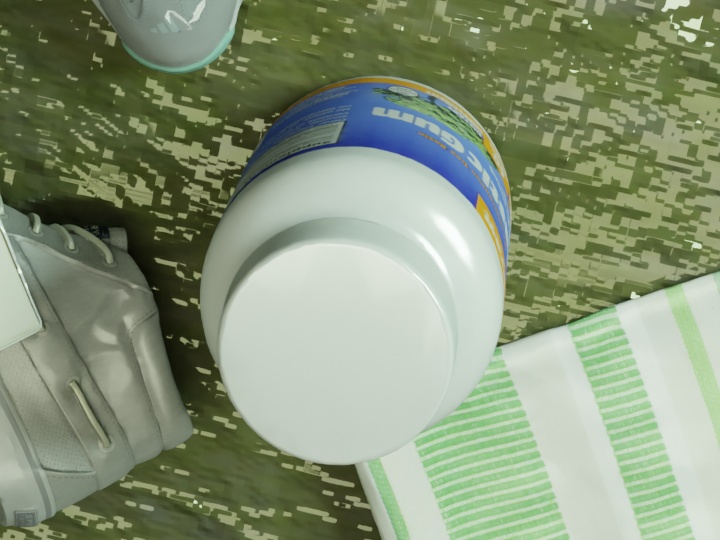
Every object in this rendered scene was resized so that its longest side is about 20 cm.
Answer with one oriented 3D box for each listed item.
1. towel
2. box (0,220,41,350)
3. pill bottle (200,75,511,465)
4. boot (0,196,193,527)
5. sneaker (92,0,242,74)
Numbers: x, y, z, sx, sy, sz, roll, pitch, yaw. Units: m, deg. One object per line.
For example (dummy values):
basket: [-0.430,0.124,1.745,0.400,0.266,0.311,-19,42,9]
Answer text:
towel: [0.106,0.093,1.079,0.199,0.023,0.153,-19,103,10]
box: [-0.209,0.023,0.992,0.200,0.082,0.069,-18,96,55]
pill bottle: [0.000,0.000,0.967,0.112,0.200,0.112,1,107,4]
boot: [-0.143,-0.002,1.055,0.095,0.074,0.200,-25,92,-18]
sneaker: [-0.088,-0.162,0.957,0.077,0.140,0.201,-6,105,6]
